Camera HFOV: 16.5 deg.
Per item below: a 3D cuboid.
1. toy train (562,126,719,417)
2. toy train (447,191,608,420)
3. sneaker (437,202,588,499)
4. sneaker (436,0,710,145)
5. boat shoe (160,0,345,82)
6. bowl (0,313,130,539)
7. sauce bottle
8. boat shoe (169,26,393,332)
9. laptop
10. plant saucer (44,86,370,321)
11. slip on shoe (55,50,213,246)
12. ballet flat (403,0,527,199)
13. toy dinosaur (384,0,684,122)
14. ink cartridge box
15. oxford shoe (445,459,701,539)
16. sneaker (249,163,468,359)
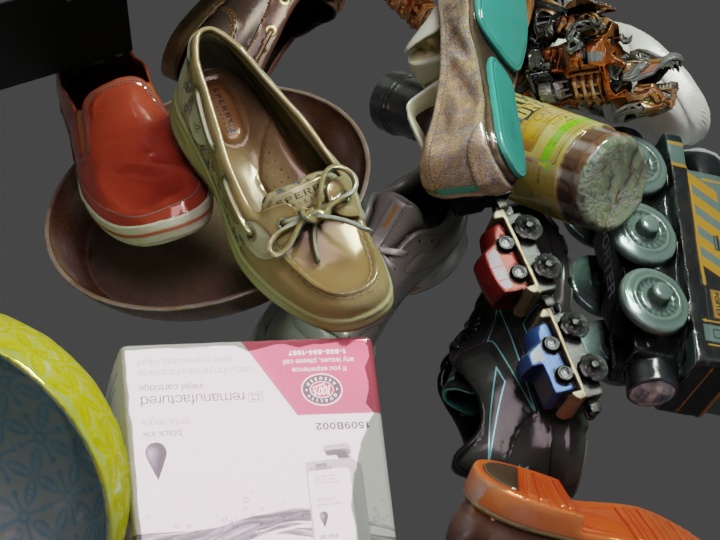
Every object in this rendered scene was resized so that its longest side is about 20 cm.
[{"bbox_3d":[0.191,0.000,1.525,0.114,0.085,0.200,12,50,-19],"label":"toy train"},{"bbox_3d":[0.089,-0.001,1.436,0.046,0.034,0.200,-13,65,-24],"label":"toy train"},{"bbox_3d":[0.087,0.042,1.472,0.079,0.076,0.201,2,54,-8],"label":"sneaker"},{"bbox_3d":[0.132,-0.128,1.616,0.200,0.075,0.088,37,67,23],"label":"sneaker"},{"bbox_3d":[-0.046,-0.178,1.606,0.070,0.070,0.200,27,62,17],"label":"boat shoe"},{"bbox_3d":[-0.200,0.097,1.321,0.200,0.201,0.108,28,30,9],"label":"bowl"},{"bbox_3d":[0.084,-0.079,1.522,0.065,0.065,0.200,-35,39,-30],"label":"sauce bottle"},{"bbox_3d":[-0.048,-0.050,1.393,0.073,0.063,0.200,-26,61,-22],"label":"boat shoe"},{"bbox_3d":[-0.233,-0.157,1.460,0.177,0.104,0.200,-17,38,-8],"label":"laptop"},{"bbox_3d":[-0.088,-0.035,1.479,0.200,0.035,0.201,-9,41,8],"label":"plant saucer"},{"bbox_3d":[-0.141,-0.081,1.477,0.074,0.061,0.200,-20,42,-7],"label":"slip on shoe"},{"bbox_3d":[0.058,-0.116,1.451,0.067,0.068,0.200,-20,36,21],"label":"ballet flat"},{"bbox_3d":[0.106,-0.156,1.555,0.199,0.102,0.136,15,95,1],"label":"toy dinosaur"},{"bbox_3d":[-0.057,0.145,1.343,0.146,0.083,0.201,-2,65,-13],"label":"ink cartridge box"},{"bbox_3d":[0.140,0.173,1.406,0.199,0.073,0.071,22,12,-11],"label":"oxford shoe"},{"bbox_3d":[0.000,0.000,1.473,0.076,0.092,0.200,32,56,11],"label":"sneaker"}]
